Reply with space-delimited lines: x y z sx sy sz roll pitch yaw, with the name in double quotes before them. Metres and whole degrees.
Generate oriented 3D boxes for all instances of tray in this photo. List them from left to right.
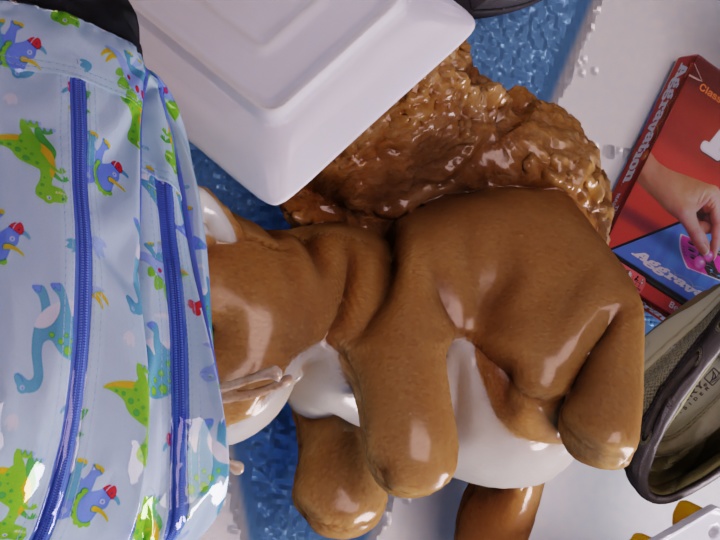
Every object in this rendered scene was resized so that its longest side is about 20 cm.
"tray" -0.065 -0.117 1.027 0.200 0.022 0.107 39 70 22

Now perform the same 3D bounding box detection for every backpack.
"backpack" -0.120 0.019 0.948 0.154 0.163 0.200 29 40 -27

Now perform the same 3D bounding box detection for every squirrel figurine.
"squirrel figurine" 0.000 0.000 1.067 0.186 0.142 0.201 12 69 -13

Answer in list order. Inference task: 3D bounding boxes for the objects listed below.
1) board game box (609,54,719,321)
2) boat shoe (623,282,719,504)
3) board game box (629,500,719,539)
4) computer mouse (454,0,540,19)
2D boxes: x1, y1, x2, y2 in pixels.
"board game box" 0.194 0.003 1.206 0.200 0.019 0.103 32 76 -20
"boat shoe" 0.177 0.019 1.119 0.072 0.066 0.201 34 113 -29
"board game box" 0.084 0.218 1.120 0.200 0.026 0.200 -27 114 -23
"computer mouse" 0.109 -0.166 1.115 0.046 0.140 0.200 44 70 -35
